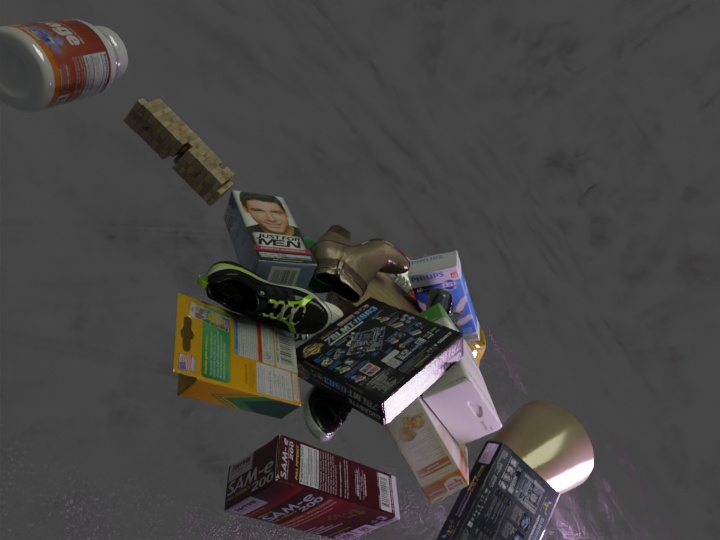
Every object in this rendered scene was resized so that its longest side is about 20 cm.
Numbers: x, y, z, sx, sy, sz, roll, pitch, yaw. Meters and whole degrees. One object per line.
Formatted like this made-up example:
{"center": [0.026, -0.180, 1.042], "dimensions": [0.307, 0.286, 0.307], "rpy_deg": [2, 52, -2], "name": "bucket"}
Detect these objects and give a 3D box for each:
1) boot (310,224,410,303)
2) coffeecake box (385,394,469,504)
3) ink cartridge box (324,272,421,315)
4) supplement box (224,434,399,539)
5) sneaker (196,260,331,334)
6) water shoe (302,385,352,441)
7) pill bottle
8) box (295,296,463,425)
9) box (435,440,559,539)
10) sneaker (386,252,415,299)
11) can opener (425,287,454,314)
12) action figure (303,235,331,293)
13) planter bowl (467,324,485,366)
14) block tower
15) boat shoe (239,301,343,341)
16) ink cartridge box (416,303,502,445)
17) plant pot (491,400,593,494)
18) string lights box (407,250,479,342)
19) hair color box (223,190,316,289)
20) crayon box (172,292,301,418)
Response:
{"center": [0.000, 0.000, 0.991], "dimensions": [0.200, 0.070, 0.146], "rpy_deg": [23, 42, -14], "name": "boot"}
{"center": [0.102, 0.258, 0.916], "dimensions": [0.200, 0.073, 0.154], "rpy_deg": [60, 10, 3], "name": "coffeecake box"}
{"center": [0.028, 0.080, 1.072], "dimensions": [0.200, 0.075, 0.165], "rpy_deg": [40, 30, -19], "name": "ink cartridge box"}
{"center": [-0.058, 0.284, 0.693], "dimensions": [0.200, 0.109, 0.061], "rpy_deg": [31, 35, -30], "name": "supplement box"}
{"center": [-0.138, 0.053, 0.778], "dimensions": [0.200, 0.072, 0.083], "rpy_deg": [21, 15, -11], "name": "sneaker"}
{"center": [-0.028, 0.186, 0.872], "dimensions": [0.072, 0.079, 0.200], "rpy_deg": [47, 30, -8], "name": "water shoe"}
{"center": [-0.444, -0.312, 0.809], "dimensions": [0.112, 0.112, 0.200], "rpy_deg": [45, 30, -11], "name": "pill bottle"}
{"center": [0.026, 0.130, 0.853], "dimensions": [0.200, 0.198, 0.050], "rpy_deg": [-32, 126, -38], "name": "box"}
{"center": [0.236, 0.418, 0.916], "dimensions": [0.158, 0.051, 0.200], "rpy_deg": [42, 64, -13], "name": "box"}
{"center": [0.102, 0.027, 1.235], "dimensions": [0.200, 0.070, 0.093], "rpy_deg": [36, 27, -31], "name": "sneaker"}
{"center": [0.139, 0.127, 1.076], "dimensions": [0.053, 0.200, 0.066], "rpy_deg": [21, 23, 33], "name": "can opener"}
{"center": [-0.135, 0.009, 0.944], "dimensions": [0.200, 0.055, 0.118], "rpy_deg": [-19, 75, -56], "name": "action figure"}
{"center": [0.231, 0.156, 1.262], "dimensions": [0.200, 0.083, 0.201], "rpy_deg": [34, 33, -27], "name": "planter bowl"}
{"center": [-0.309, -0.209, 0.943], "dimensions": [0.200, 0.054, 0.058], "rpy_deg": [45, 29, -12], "name": "block tower"}
{"center": [-0.108, 0.082, 0.889], "dimensions": [0.200, 0.072, 0.069], "rpy_deg": [21, 54, -44], "name": "boat shoe"}
{"center": [0.157, 0.179, 0.951], "dimensions": [0.146, 0.084, 0.200], "rpy_deg": [54, 14, -28], "name": "ink cartridge box"}
{"center": [0.328, 0.382, 1.078], "dimensions": [0.200, 0.187, 0.187], "rpy_deg": [-12, 66, -42], "name": "plant pot"}
{"center": [0.175, 0.062, 1.126], "dimensions": [0.059, 0.103, 0.200], "rpy_deg": [-78, 150, -53], "name": "string lights box"}
{"center": [-0.155, -0.052, 0.904], "dimensions": [0.099, 0.061, 0.200], "rpy_deg": [5, 36, -31], "name": "hair color box"}
{"center": [-0.180, 0.123, 0.758], "dimensions": [0.200, 0.052, 0.126], "rpy_deg": [27, 37, -38], "name": "crayon box"}
